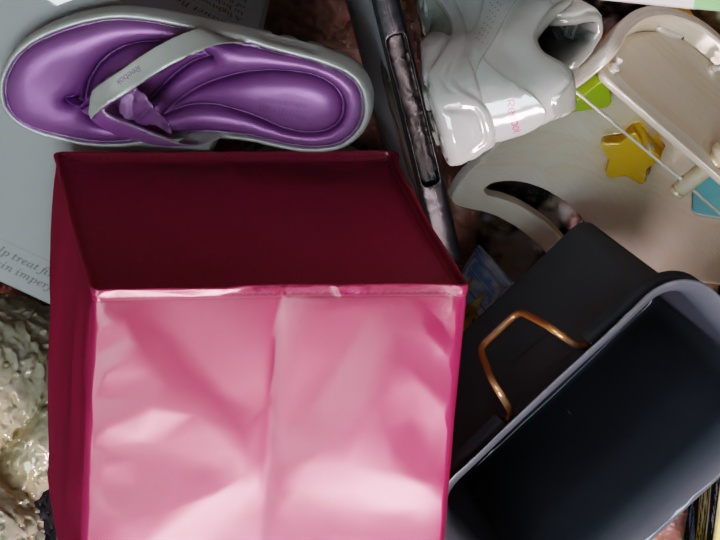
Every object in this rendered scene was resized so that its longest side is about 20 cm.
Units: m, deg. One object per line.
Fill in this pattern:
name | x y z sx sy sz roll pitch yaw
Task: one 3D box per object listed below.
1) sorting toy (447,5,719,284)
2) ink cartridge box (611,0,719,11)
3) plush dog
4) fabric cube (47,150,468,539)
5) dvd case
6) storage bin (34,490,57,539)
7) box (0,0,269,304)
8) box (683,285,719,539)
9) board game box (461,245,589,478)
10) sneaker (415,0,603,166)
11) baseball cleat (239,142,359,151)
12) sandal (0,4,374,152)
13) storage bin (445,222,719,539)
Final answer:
sorting toy | 0.151 -0.054 1.708 0.200 0.107 0.180 38 128 -23
ink cartridge box | 0.128 -0.209 1.581 0.200 0.146 0.084 6 121 2
plush dog | -0.190 0.063 1.749 0.172 0.200 0.161 -2 126 -35
fabric cube | -0.061 0.061 1.576 0.200 0.196 0.200 0 112 -11
dvd case | 0.015 -0.117 1.651 0.018 0.143 0.200 -16 119 -3
storage bin | -0.235 0.204 1.826 0.135 0.200 0.094 -35 101 23
box | -0.180 -0.109 1.681 0.199 0.131 0.200 26 120 -9
box | 0.227 0.133 1.770 0.049 0.160 0.200 5 122 3
board game box | 0.072 0.097 1.771 0.200 0.062 0.200 -29 120 -5
sneaker | 0.081 -0.133 1.605 0.099 0.200 0.078 -10 133 5
baseball cleat | 0.000 0.000 1.757 0.106 0.070 0.200 -29 115 39
sandal | -0.095 -0.096 1.575 0.202 0.050 0.083 1 118 4
storage bin | 0.110 0.067 1.657 0.200 0.134 0.146 -44 122 3
